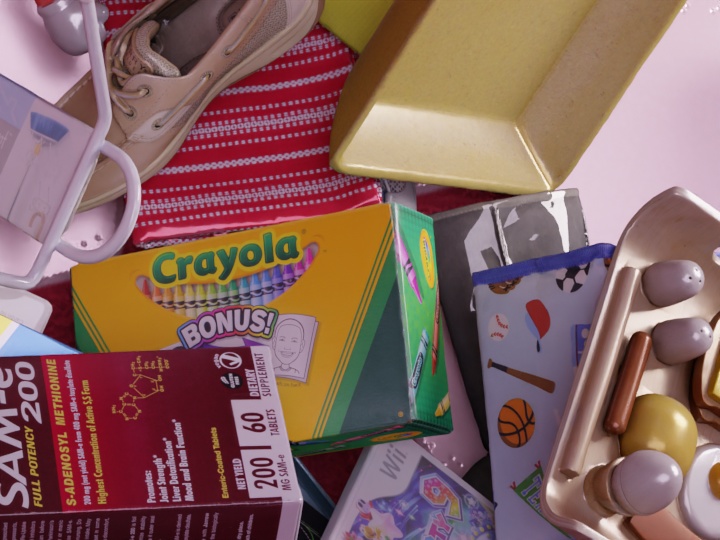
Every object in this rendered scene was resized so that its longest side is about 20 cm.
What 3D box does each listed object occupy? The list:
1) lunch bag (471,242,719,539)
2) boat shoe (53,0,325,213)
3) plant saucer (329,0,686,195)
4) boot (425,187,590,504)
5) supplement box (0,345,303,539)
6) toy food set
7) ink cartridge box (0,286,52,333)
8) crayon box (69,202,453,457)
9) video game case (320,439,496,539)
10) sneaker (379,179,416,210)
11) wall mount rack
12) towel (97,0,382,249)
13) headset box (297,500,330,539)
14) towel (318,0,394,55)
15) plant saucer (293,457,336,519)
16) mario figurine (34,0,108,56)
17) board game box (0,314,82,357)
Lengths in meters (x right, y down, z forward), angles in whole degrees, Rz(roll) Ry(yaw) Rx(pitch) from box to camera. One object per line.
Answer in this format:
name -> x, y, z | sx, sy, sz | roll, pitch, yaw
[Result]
lunch bag -> 0.171, 0.076, 1.631 | 0.200, 0.124, 0.171 | 6, 78, -45
boat shoe -> -0.111, -0.108, 1.592 | 0.200, 0.065, 0.072 | -37, 64, 9
plant saucer -> 0.084, -0.138, 1.630 | 0.048, 0.200, 0.200 | 49, 118, 32
boot -> 0.067, 0.064, 1.675 | 0.181, 0.073, 0.201 | -15, 95, -27
supplement box -> -0.137, 0.098, 1.484 | 0.199, 0.061, 0.109 | -3, 46, -13
toy food set -> 0.181, 0.077, 1.523 | 0.143, 0.060, 0.200 | 33, 63, -26
ink cartridge box -> -0.274, 0.079, 1.598 | 0.147, 0.086, 0.200 | 26, 82, -9
crayon box -> -0.054, 0.041, 1.600 | 0.200, 0.058, 0.119 | -11, 76, 24
video game case -> 0.067, 0.183, 1.576 | 0.200, 0.018, 0.143 | 38, 36, -8
sneaker -> 0.000, 0.000, 1.661 | 0.075, 0.082, 0.201 | 4, 85, -11
wall mount rack -> -0.190, -0.092, 1.568 | 0.074, 0.200, 0.174 | 15, 102, -49
towel -> -0.069, -0.112, 1.653 | 0.144, 0.022, 0.201 | -6, 68, -7
headset box -> -0.039, 0.237, 1.588 | 0.200, 0.093, 0.174 | 39, 117, -7
towel -> -0.034, -0.198, 1.673 | 0.200, 0.018, 0.086 | 39, 75, 10
plant saucer -> -0.037, 0.159, 1.674 | 0.070, 0.019, 0.200 | -39, 95, -12
mario figurine -> -0.167, -0.197, 1.642 | 0.200, 0.106, 0.124 | 20, 118, 13
board game box -> -0.232, 0.085, 1.542 | 0.200, 0.040, 0.153 | 25, 81, -10
